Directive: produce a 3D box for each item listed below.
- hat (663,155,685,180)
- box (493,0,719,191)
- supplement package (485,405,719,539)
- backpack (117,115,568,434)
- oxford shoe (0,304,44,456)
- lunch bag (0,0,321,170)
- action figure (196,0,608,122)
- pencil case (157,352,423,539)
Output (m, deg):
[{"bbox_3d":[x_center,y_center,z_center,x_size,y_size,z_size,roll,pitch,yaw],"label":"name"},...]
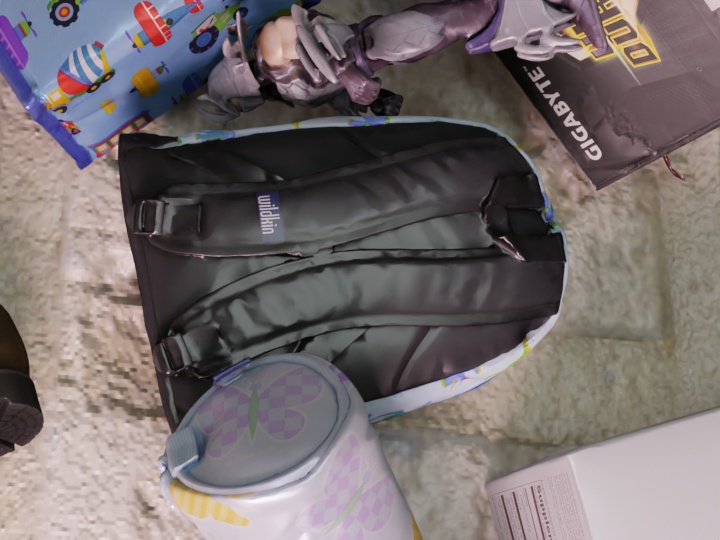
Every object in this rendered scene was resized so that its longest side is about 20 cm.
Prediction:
[{"bbox_3d":[0.166,-0.205,0.872,0.200,0.165,0.177,-45,132,-14],"label":"hat"},{"bbox_3d":[0.128,-0.158,0.763,0.201,0.159,0.049,51,40,-13],"label":"box"},{"bbox_3d":[0.188,0.148,0.749,0.197,0.111,0.158,-12,80,-20],"label":"supplement package"},{"bbox_3d":[0.000,0.000,0.725,0.197,0.154,0.165,-16,76,2],"label":"backpack"},{"bbox_3d":[-0.248,0.054,0.671,0.197,0.073,0.085,-9,62,-21],"label":"oxford shoe"},{"bbox_3d":[-0.138,-0.182,0.743,0.150,0.094,0.201,-34,75,-2],"label":"lunch bag"},{"bbox_3d":[0.013,-0.107,0.718,0.197,0.130,0.070,-17,95,7],"label":"action figure"},{"bbox_3d":[-0.013,0.133,0.655,0.090,0.083,0.201,-31,125,-11],"label":"pencil case"}]
